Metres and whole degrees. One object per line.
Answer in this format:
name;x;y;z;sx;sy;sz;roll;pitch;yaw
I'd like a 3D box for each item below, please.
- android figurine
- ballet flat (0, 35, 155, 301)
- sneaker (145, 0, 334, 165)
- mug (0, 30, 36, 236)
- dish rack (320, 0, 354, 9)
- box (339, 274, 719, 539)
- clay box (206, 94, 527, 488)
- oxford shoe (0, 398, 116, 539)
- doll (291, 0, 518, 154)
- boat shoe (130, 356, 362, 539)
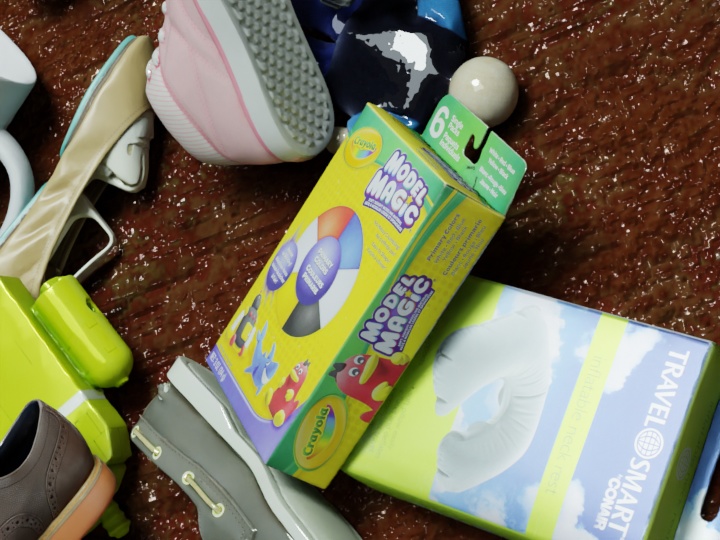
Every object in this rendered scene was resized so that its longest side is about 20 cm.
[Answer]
android figurine;-0.214;0.090;0.988;0.182;0.041;0.200;-42;79;8
ballet flat;-0.168;-0.049;1.043;0.063;0.069;0.201;33;91;5
sneaker;-0.091;-0.151;0.948;0.104;0.075;0.202;-9;104;44
mug;-0.298;-0.079;1.077;0.199;0.148;0.176;39;102;5
dish rack;-0.024;-0.235;0.999;0.153;0.055;0.199;-45;47;-15
box;0.097;0.079;0.851;0.198;0.048;0.123;15;79;32
clay box;0.000;0.000;0.889;0.201;0.047;0.115;-58;32;11
oxford shoe;-0.212;0.151;0.873;0.071;0.073;0.200;-9;32;41
doll;0.007;-0.132;0.977;0.199;0.048;0.137;26;86;33
boat shoe;-0.058;0.129;0.903;0.060;0.072;0.202;-49;51;5
